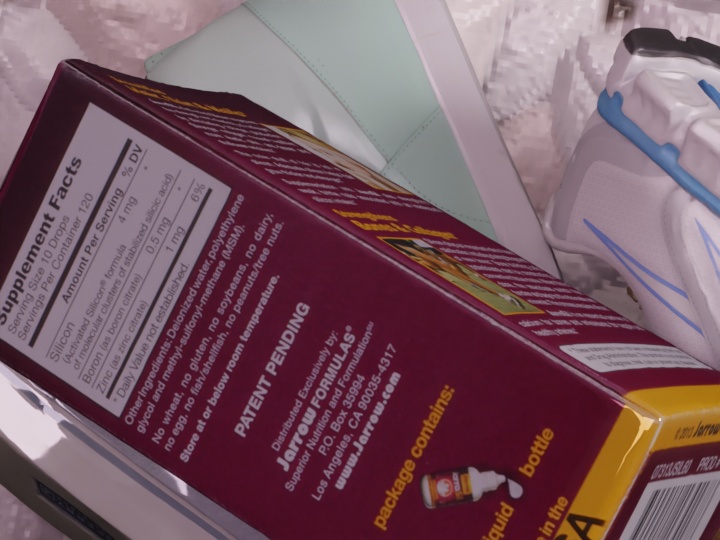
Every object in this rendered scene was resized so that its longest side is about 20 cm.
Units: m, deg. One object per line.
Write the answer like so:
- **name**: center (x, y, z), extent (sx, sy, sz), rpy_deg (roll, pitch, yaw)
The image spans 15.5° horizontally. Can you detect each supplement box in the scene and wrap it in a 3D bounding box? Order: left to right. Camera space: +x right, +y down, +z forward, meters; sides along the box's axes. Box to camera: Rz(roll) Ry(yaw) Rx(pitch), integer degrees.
- **supplement box**: center (0.000, 0.026, 0.738), extent (0.200, 0.110, 0.086), rpy_deg (31, 101, 22)

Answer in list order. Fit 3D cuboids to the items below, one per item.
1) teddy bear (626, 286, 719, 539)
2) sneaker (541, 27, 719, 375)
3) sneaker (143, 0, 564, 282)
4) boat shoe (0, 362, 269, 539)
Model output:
- **teddy bear**: center (0.160, 0.023, 0.819), extent (0.144, 0.067, 0.201), rpy_deg (-10, 88, 19)
- **sneaker**: center (0.135, 0.022, 0.765), extent (0.200, 0.075, 0.087), rpy_deg (43, 120, 17)
- **sneaker**: center (0.000, 0.000, 0.840), extent (0.118, 0.074, 0.201), rpy_deg (-24, 70, 1)
- **boat shoe**: center (-0.086, 0.042, 0.865), extent (0.201, 0.070, 0.072), rpy_deg (36, 68, 17)
